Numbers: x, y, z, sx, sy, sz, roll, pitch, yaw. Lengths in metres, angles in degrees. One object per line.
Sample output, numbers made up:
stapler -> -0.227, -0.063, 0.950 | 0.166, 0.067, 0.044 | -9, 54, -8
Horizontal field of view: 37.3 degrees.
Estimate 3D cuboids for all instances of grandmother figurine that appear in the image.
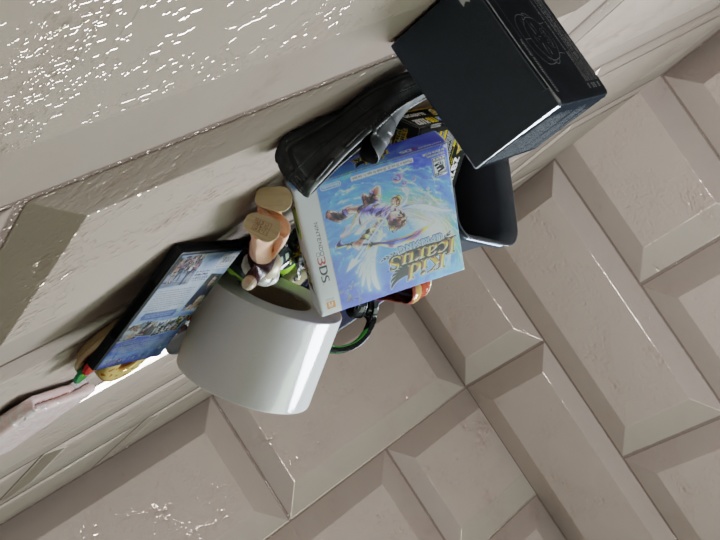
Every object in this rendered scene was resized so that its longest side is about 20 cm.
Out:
grandmother figurine -> -0.118, -0.028, 1.320 | 0.122, 0.060, 0.200 | -60, 176, -19

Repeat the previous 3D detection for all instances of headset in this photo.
headset -> -0.021, 0.028, 1.648 | 0.094, 0.123, 0.201 | -30, -140, 66

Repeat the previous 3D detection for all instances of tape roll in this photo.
tape roll -> -0.141, 0.094, 1.490 | 0.140, 0.201, 0.203 | -70, 166, 11

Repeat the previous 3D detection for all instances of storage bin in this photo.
storage bin -> 0.140, -0.116, 1.574 | 0.145, 0.202, 0.134 | 9, 159, -38

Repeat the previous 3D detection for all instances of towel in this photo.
towel -> -0.514, 0.232, 1.595 | 0.199, 0.032, 0.191 | -35, 176, 14

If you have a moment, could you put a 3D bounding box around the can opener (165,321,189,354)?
can opener -> -0.222, 0.071, 1.694 | 0.199, 0.067, 0.053 | -24, 173, -4

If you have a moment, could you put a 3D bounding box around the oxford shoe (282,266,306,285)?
oxford shoe -> -0.117, 0.023, 1.624 | 0.199, 0.075, 0.070 | -18, 166, 23

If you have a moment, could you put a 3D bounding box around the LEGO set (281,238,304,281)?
LEGO set -> -0.036, -0.083, 1.429 | 0.200, 0.115, 0.154 | -48, 152, -27

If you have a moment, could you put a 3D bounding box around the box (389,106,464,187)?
box -> 0.072, -0.112, 1.408 | 0.159, 0.049, 0.201 | -25, 135, -56

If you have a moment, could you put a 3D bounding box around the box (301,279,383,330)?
box -> -0.034, 0.003, 1.746 | 0.199, 0.149, 0.104 | -34, -170, -10

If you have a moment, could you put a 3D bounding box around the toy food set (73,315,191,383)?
toy food set -> -0.314, 0.095, 1.488 | 0.199, 0.049, 0.198 | -35, 175, 11

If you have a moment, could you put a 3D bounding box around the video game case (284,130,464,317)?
video game case -> 0.022, -0.055, 1.314 | 0.198, 0.182, 0.046 | -18, -148, -11

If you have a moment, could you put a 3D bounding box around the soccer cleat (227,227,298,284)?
soccer cleat -> -0.133, -0.027, 1.488 | 0.081, 0.067, 0.200 | -55, 169, 15

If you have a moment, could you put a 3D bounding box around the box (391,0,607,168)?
box -> 0.146, -0.201, 1.075 | 0.107, 0.149, 0.200 | -37, 174, 27

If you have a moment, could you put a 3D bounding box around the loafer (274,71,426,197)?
loafer -> 0.004, -0.146, 1.128 | 0.200, 0.071, 0.068 | -33, 175, -17

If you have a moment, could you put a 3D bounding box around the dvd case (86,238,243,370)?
dvd case -> -0.240, 0.041, 1.322 | 0.200, 0.018, 0.142 | -50, 164, 19

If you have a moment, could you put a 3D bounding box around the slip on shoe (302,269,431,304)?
slip on shoe -> 0.000, 0.000, 1.489 | 0.061, 0.198, 0.075 | -50, 154, -60
